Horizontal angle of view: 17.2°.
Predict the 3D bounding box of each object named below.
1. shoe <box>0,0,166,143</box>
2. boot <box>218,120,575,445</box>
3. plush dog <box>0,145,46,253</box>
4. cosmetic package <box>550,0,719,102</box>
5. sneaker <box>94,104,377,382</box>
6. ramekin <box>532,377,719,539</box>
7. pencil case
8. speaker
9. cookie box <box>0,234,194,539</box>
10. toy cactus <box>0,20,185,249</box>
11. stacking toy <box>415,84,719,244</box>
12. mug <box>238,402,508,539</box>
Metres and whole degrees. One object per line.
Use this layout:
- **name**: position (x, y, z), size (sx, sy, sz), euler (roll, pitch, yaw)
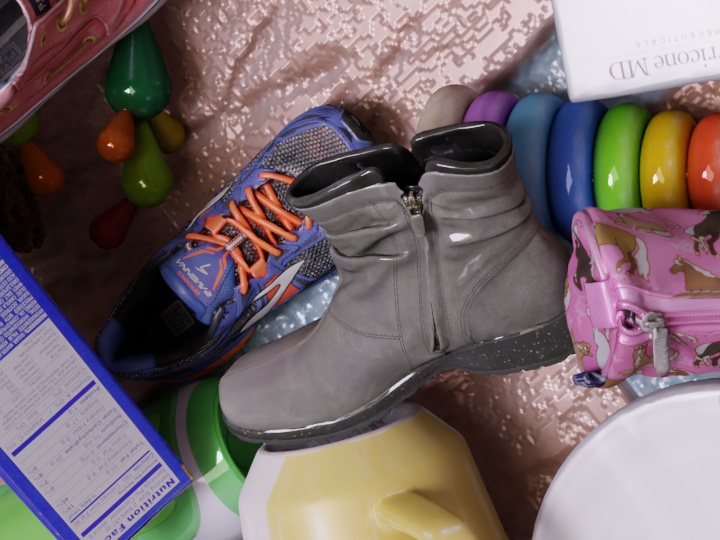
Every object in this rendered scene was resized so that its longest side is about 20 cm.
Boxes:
- **shoe**: position (-0.144, -0.133, 1.130), size (0.071, 0.091, 0.200), euler (44, 90, 0)
- **boot**: position (0.000, 0.000, 1.087), size (0.200, 0.068, 0.131), euler (-19, 128, 22)
- **plush dog**: position (-0.268, -0.043, 1.269), size (0.172, 0.161, 0.200), euler (-42, 125, 16)
- **cosmetic package**: position (0.132, -0.184, 1.061), size (0.101, 0.071, 0.200), euler (-8, 99, 28)
- **sneaker**: position (-0.061, -0.004, 1.196), size (0.075, 0.078, 0.200), euler (47, 118, 9)
- **ramekin**: position (0.188, 0.138, 1.097), size (0.202, 0.094, 0.203), euler (7, 105, 26)
- **pencil case**: position (0.189, 0.010, 1.025), size (0.200, 0.087, 0.083), euler (-1, 147, -6)
- **speaker**: position (-0.126, 0.127, 1.258), size (0.200, 0.088, 0.089), euler (-29, 89, 29)
- **cookie box**: position (-0.189, 0.028, 1.159), size (0.171, 0.075, 0.200), euler (39, 166, 50)
- **toy cactus**: position (-0.139, -0.127, 1.213), size (0.165, 0.102, 0.200), euler (-38, 81, 10)
- **stacking toy**: position (0.130, -0.046, 1.099), size (0.200, 0.085, 0.085), euler (0, 102, 19)
- **mug**: position (0.024, 0.146, 1.145), size (0.186, 0.149, 0.153), euler (-11, 97, 39)
